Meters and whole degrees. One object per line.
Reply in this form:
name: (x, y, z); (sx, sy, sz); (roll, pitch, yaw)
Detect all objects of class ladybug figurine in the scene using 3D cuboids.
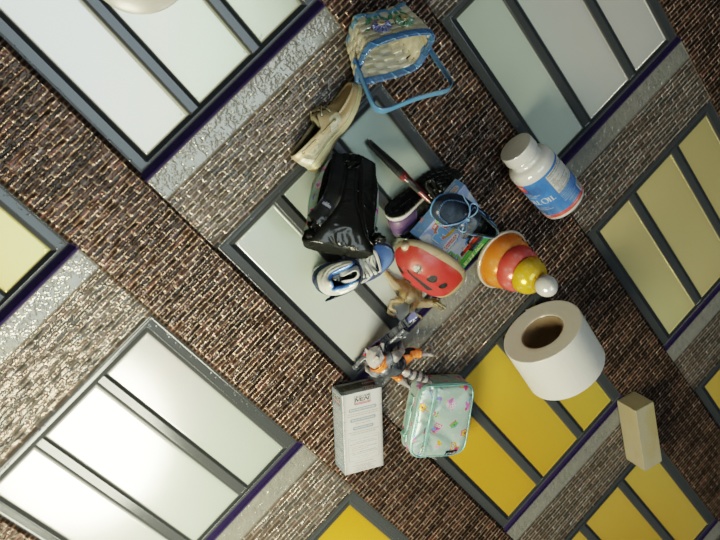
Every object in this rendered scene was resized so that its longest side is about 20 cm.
ladybug figurine: (0.145, -0.001, 1.705); (0.200, 0.135, 0.072); (35, 64, -38)

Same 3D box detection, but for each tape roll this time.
tape roll: (0.464, 0.190, 1.890); (0.203, 0.203, 0.139); (-42, 117, -9)

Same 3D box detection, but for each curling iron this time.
curling iron: (0.094, -0.210, 1.664); (0.200, 0.026, 0.050); (36, 82, -1)

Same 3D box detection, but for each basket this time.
basket: (0.064, -0.410, 1.538); (0.176, 0.139, 0.201); (-22, 78, -21)

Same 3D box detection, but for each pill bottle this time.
pill bottle: (0.409, -0.217, 1.798); (0.200, 0.112, 0.112); (40, 86, -27)

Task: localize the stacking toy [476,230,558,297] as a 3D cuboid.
stacking toy: (0.374, 0.008, 1.789); (0.146, 0.200, 0.147); (-16, 123, -26)

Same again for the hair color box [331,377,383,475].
hair color box: (-0.006, 0.355, 1.799); (0.099, 0.061, 0.201); (-9, 109, -23)

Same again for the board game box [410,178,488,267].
board game box: (0.208, -0.087, 1.744); (0.151, 0.037, 0.200); (-49, 139, -2)

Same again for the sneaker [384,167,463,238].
sneaker: (0.142, -0.147, 1.730); (0.200, 0.076, 0.088); (-33, 136, -13)

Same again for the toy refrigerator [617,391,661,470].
toy refrigerator: (0.771, 0.441, 2.175); (0.070, 0.076, 0.201); (-23, 112, -18)

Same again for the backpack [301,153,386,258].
backpack: (-0.039, -0.133, 1.577); (0.166, 0.127, 0.201); (12, 76, -24)

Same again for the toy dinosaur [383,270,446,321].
toy dinosaur: (0.094, 0.054, 1.773); (0.200, 0.058, 0.101); (34, 72, -16)

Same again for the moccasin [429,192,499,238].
moccasin: (0.229, -0.115, 1.662); (0.200, 0.068, 0.081); (9, 112, -45)

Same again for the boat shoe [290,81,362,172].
boat shoe: (-0.068, -0.296, 1.579); (0.065, 0.072, 0.200); (30, 97, -30)

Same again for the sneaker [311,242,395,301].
sneaker: (0.000, 0.000, 1.642); (0.199, 0.146, 0.081); (-19, 101, -14)

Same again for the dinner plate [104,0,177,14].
dinner plate: (-0.389, -0.553, 1.382); (0.199, 0.024, 0.201); (-8, 108, -24)

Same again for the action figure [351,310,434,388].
action figure: (0.091, 0.190, 1.749); (0.193, 0.105, 0.200); (15, 127, -44)

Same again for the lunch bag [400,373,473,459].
lunch bag: (0.179, 0.349, 1.873); (0.160, 0.077, 0.201); (2, 104, -25)
